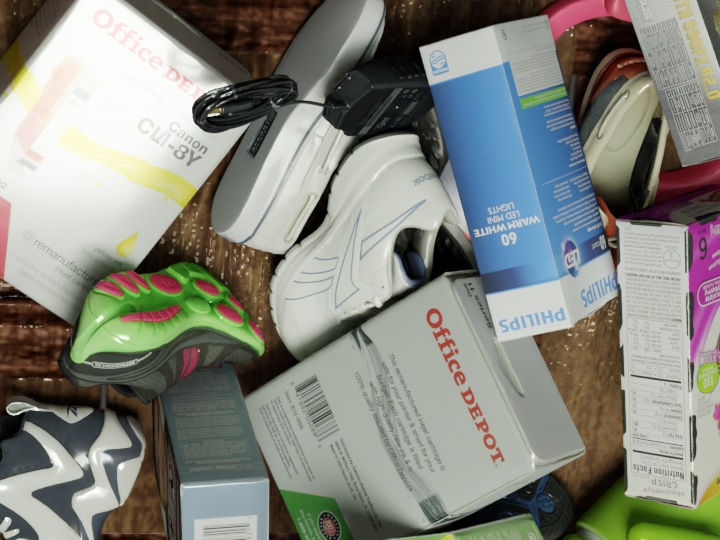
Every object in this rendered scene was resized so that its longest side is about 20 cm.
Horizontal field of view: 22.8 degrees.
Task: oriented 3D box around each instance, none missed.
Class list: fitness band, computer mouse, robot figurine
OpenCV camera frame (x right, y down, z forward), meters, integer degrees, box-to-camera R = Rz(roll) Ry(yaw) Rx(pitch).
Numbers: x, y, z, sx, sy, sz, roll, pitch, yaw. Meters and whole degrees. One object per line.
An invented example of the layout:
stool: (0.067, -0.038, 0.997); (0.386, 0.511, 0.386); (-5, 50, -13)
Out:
fitness band: (0.199, -0.124, 1.282); (0.199, 0.037, 0.144); (14, 110, -16)
computer mouse: (-0.027, -0.114, 1.138); (0.199, 0.034, 0.059); (-7, 152, -43)
robot figurine: (0.229, 0.211, 1.363); (0.200, 0.176, 0.116); (-42, 77, -12)

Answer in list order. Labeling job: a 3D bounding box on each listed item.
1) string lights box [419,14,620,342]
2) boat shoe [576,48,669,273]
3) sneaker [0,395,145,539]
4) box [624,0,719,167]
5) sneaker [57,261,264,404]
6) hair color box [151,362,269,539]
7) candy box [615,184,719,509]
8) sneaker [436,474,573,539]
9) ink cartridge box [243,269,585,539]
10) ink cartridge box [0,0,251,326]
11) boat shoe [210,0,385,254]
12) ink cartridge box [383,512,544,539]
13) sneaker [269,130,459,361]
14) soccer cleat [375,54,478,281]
string lights box: (0.110, -0.064, 1.193); (0.059, 0.103, 0.201); (-13, 95, 29)
boat shoe: (0.175, -0.054, 1.254); (0.071, 0.063, 0.201); (6, 114, -16)
sneaker: (-0.249, 0.179, 1.277); (0.129, 0.080, 0.200); (22, 105, -18)
box: (0.225, -0.186, 1.172); (0.048, 0.158, 0.201); (-15, 99, 33)
sneaker: (-0.137, 0.045, 1.213); (0.084, 0.077, 0.200); (-47, 157, 19)
hair color box: (-0.106, 0.141, 1.226); (0.060, 0.200, 0.100); (-2, 112, -11)
candy box: (0.242, 0.051, 1.256); (0.136, 0.061, 0.201); (-19, 110, -48)
sneaker: (0.069, 0.199, 1.370); (0.199, 0.076, 0.077); (-8, 153, -19)
ink cartridge box: (0.035, 0.107, 1.234); (0.200, 0.083, 0.147); (-32, 77, 31)
ink cartridge box: (-0.182, -0.086, 1.182); (0.145, 0.083, 0.200); (36, 100, -22)
boat shoe: (-0.029, -0.100, 1.221); (0.065, 0.072, 0.201); (22, 103, -30)
ink cartridge box: (0.022, 0.227, 1.231); (0.145, 0.048, 0.199); (-39, 157, 33)
sneaker: (0.000, 0.000, 1.231); (0.074, 0.087, 0.201); (-11, 142, -39)
soccer cleat: (0.067, -0.064, 1.266); (0.073, 0.068, 0.201); (-31, 110, -37)
